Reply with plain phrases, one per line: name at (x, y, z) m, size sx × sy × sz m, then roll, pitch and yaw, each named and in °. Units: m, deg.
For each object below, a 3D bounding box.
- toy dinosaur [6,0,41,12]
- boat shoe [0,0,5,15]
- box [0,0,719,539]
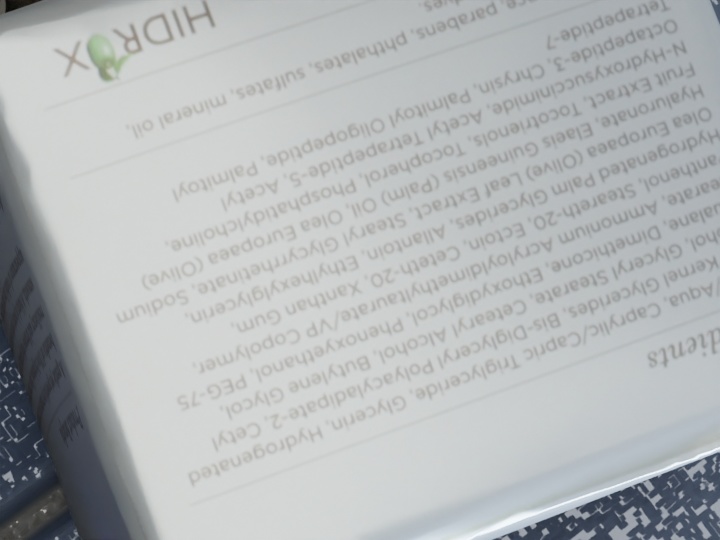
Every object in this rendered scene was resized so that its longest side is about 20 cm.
toy dinosaur at (-0.061, -0.125, 0.849) m, size 0.200 × 0.077 × 0.102 m, roll -12°, pitch 108°, yaw -22°
boat shoe at (-0.143, -0.145, 0.773) m, size 0.067 × 0.057 × 0.200 m, roll -19°, pitch 67°, yaw 1°
box at (0.000, 0.000, 0.797) m, size 0.200 × 0.199 × 0.171 m, roll -19°, pitch 85°, yaw -11°
